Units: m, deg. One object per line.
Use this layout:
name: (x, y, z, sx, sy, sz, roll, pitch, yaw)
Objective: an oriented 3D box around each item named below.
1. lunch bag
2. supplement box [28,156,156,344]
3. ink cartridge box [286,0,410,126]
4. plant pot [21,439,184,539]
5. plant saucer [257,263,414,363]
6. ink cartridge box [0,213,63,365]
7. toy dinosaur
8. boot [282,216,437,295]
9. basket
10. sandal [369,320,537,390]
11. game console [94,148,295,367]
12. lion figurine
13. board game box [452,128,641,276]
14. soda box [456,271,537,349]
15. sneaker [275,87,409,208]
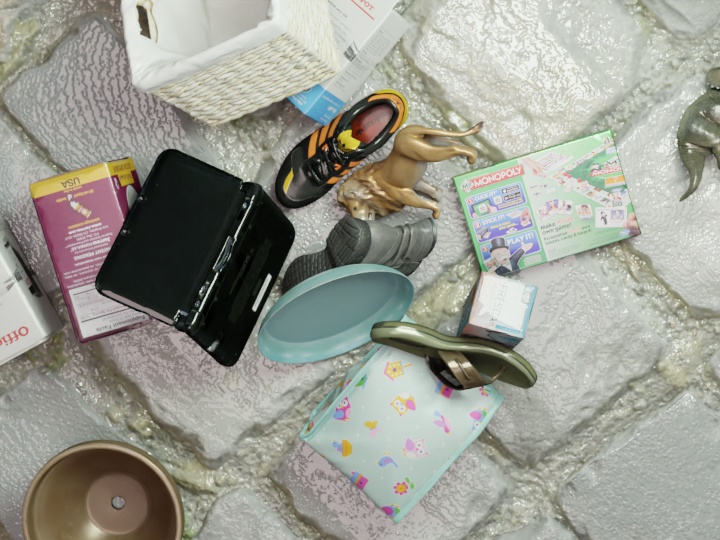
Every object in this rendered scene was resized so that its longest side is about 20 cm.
lunch bag: (0.053, 0.173, 1.683, 0.170, 0.122, 0.200, 41, 99, -1)
supplement box: (-0.309, -0.028, 1.676, 0.103, 0.131, 0.200, -16, 97, 5)
ink cartridge box: (-0.026, -0.287, 1.637, 0.116, 0.068, 0.200, 45, 99, 22)
plant pot: (-0.316, 0.304, 1.738, 0.201, 0.093, 0.201, 0, 97, 3)
plant saucer: (-0.033, 0.048, 1.651, 0.200, 0.200, 0.027, -28, 63, 7)
ink cartridge box: (-0.486, 0.025, 1.718, 0.147, 0.083, 0.200, -27, 94, 7)
toy dinosaur: (0.426, -0.175, 1.647, 0.102, 0.077, 0.200, 35, 103, 11)
boot: (0.000, 0.000, 1.680, 0.132, 0.200, 0.070, 0, 66, -36)
basket: (-0.146, -0.297, 1.565, 0.200, 0.161, 0.198, -21, 66, 24)
sandal: (0.105, 0.109, 1.604, 0.201, 0.080, 0.057, 14, 69, -3)
game console: (-0.191, -0.014, 1.649, 0.116, 0.176, 0.200, 13, 69, 30)
lion figurine: (0.056, -0.125, 1.640, 0.122, 0.072, 0.200, 21, 132, -10)
board game box: (0.227, -0.080, 1.684, 0.200, 0.029, 0.135, -16, 95, 6)
soda box: (0.156, 0.054, 1.618, 0.068, 0.200, 0.064, 15, 81, 2)
sneaker: (-0.028, -0.148, 1.661, 0.200, 0.090, 0.070, -39, 93, 7)
